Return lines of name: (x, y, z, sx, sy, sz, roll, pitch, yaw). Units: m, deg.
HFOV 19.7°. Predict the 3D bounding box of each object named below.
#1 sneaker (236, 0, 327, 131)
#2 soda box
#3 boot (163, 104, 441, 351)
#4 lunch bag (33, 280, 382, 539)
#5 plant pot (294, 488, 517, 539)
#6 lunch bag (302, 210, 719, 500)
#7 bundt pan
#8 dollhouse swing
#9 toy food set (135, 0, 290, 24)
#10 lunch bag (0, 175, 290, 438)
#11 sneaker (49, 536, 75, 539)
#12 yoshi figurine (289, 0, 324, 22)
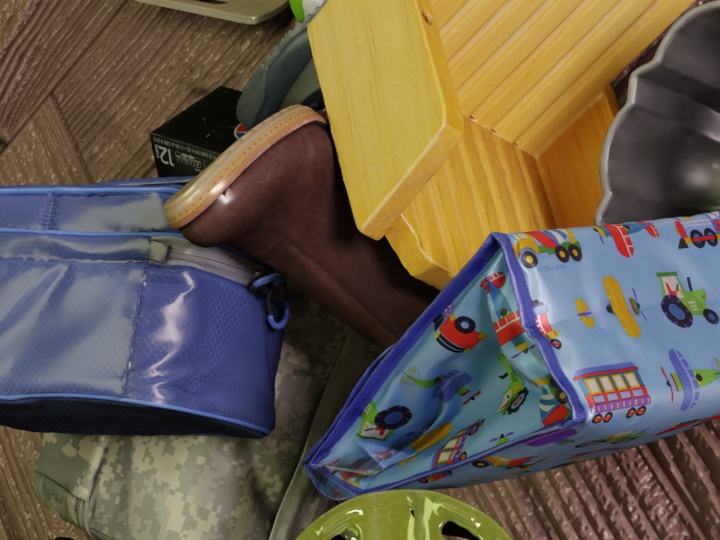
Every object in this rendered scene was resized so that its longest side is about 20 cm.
sneaker: (0.017, -0.121, 1.161, 0.200, 0.070, 0.082, -39, 76, 25)
soda box: (-0.027, -0.048, 1.220, 0.200, 0.071, 0.063, 19, 131, 35)
boot: (0.000, 0.000, 1.032, 0.072, 0.200, 0.166, -37, 86, 28)
lunch bag: (-0.077, 0.087, 1.203, 0.168, 0.139, 0.200, 20, 89, 48)
plant pot: (0.025, 0.188, 0.972, 0.200, 0.190, 0.200, -2, 68, 5)
lunch bag: (0.079, 0.063, 0.973, 0.200, 0.151, 0.094, -42, 63, 45)
bundt pan: (0.215, -0.038, 1.009, 0.202, 0.076, 0.202, -12, 72, 42)
dollhouse swing: (0.108, -0.095, 1.056, 0.176, 0.200, 0.182, -31, 55, 26)
toy food set: (-0.103, -0.272, 1.386, 0.143, 0.060, 0.200, 18, 111, 48)
lunch bag: (-0.129, 0.015, 1.098, 0.200, 0.136, 0.132, -1, 78, 24)
sneaker: (-0.131, 0.232, 1.259, 0.086, 0.080, 0.200, -43, 56, 7)
yoshi figurine: (-0.001, -0.180, 1.289, 0.112, 0.112, 0.200, 112, 141, -66)
